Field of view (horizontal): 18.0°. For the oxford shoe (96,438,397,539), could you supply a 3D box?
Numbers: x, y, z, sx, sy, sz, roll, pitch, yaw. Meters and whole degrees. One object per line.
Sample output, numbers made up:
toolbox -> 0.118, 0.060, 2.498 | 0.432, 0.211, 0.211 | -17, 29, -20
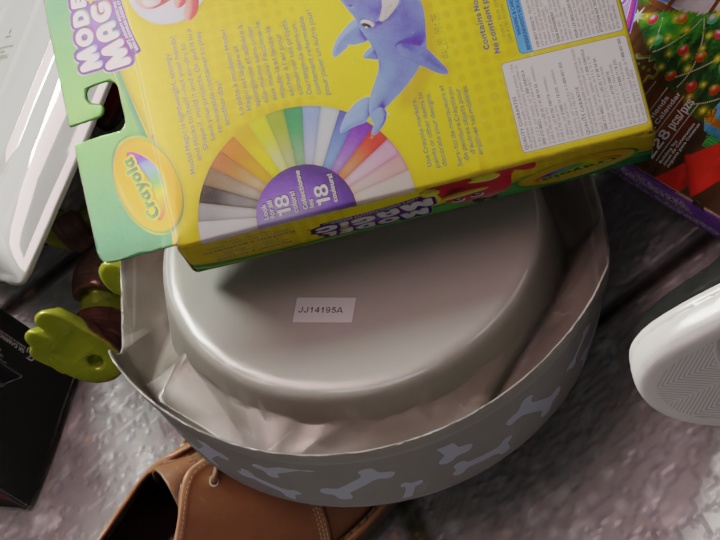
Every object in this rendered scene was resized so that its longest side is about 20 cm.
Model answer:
oxford shoe -> -0.038, 0.079, 0.870 | 0.200, 0.071, 0.071 | -49, 42, -5

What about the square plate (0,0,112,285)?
square plate -> -0.150, -0.094, 1.015 | 0.200, 0.028, 0.199 | 7, 75, 65

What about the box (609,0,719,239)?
box -> 0.164, -0.112, 0.859 | 0.200, 0.039, 0.137 | -52, 42, -2

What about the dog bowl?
dog bowl -> 0.000, 0.000, 0.849 | 0.199, 0.059, 0.201 | -7, 51, 9

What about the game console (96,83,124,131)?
game console -> -0.051, -0.165, 1.042 | 0.172, 0.119, 0.200 | -8, 33, -10

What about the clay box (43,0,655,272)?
clay box -> -0.005, -0.074, 0.813 | 0.199, 0.048, 0.115 | -14, 78, 3

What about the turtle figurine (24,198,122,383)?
turtle figurine -> -0.101, -0.023, 0.990 | 0.200, 0.064, 0.162 | -24, 32, 22

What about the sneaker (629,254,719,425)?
sneaker -> 0.179, -0.027, 0.775 | 0.199, 0.073, 0.112 | -23, 46, 14

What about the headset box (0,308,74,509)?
headset box -> -0.235, 0.039, 0.996 | 0.200, 0.149, 0.077 | -2, 61, 38
